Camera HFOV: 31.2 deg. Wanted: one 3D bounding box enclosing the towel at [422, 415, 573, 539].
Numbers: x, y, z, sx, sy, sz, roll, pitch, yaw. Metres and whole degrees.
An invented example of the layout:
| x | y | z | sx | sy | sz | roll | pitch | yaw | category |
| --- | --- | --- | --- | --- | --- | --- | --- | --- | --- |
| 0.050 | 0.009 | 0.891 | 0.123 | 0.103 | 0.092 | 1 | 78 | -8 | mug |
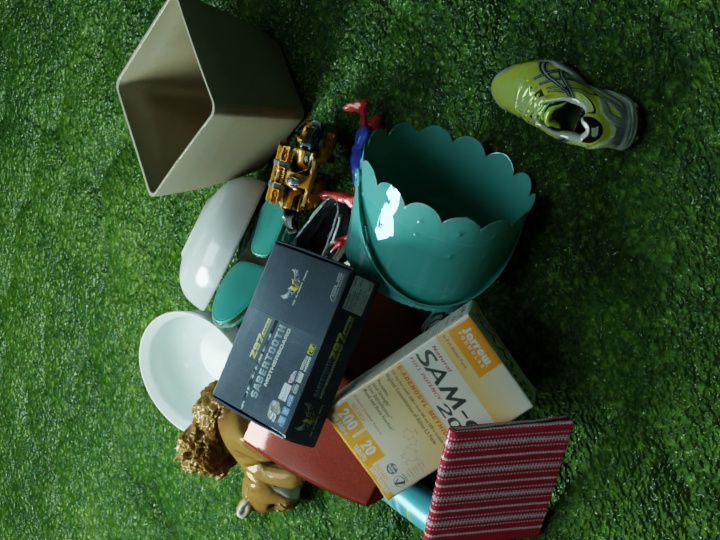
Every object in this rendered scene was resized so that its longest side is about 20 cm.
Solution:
| x | y | z | sx | sy | sz | roll | pitch | yaw | category |
| --- | --- | --- | --- | --- | --- | --- | --- | --- | --- |
| 0.148 | 0.235 | 1.422 | 0.023 | 0.144 | 0.201 | -109 | 20 | -46 | towel |

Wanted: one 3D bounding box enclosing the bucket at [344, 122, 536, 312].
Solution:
| x | y | z | sx | sy | sz | roll | pitch | yaw | category |
| --- | --- | --- | --- | --- | --- | --- | --- | --- | --- |
| 0.083 | -0.058 | 1.459 | 0.207 | 0.206 | 0.135 | 46 | 132 | 36 | bucket |

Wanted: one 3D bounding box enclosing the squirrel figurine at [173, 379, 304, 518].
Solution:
| x | y | z | sx | sy | sz | roll | pitch | yaw | category |
| --- | --- | --- | --- | --- | --- | --- | --- | --- | --- |
| -0.154 | 0.251 | 1.799 | 0.199 | 0.142 | 0.187 | 16 | 131 | 12 | squirrel figurine |

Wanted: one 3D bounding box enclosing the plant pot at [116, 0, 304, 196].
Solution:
| x | y | z | sx | sy | sz | roll | pitch | yaw | category |
| --- | --- | --- | --- | --- | --- | --- | --- | --- | --- |
| -0.198 | -0.234 | 1.777 | 0.200 | 0.176 | 0.201 | -45 | 57 | 42 | plant pot |

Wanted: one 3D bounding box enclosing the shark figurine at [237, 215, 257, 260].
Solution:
| x | y | z | sx | sy | sz | roll | pitch | yaw | category |
| --- | --- | --- | --- | --- | --- | --- | --- | --- | --- |
| -0.130 | 0.028 | 1.814 | 0.128 | 0.089 | 0.215 | -35 | 72 | 9 | shark figurine |

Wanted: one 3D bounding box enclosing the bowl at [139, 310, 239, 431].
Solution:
| x | y | z | sx | sy | sz | roll | pitch | yaw | category |
| --- | --- | --- | --- | --- | --- | --- | --- | --- | --- |
| -0.220 | 0.139 | 1.894 | 0.200 | 0.090 | 0.202 | 12 | 115 | 28 | bowl |

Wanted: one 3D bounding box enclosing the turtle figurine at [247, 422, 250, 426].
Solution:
| x | y | z | sx | sy | sz | roll | pitch | yaw | category |
| --- | --- | --- | --- | --- | --- | --- | --- | --- | --- |
| -0.087 | 0.121 | 1.655 | 0.200 | 0.161 | 0.064 | -37 | 46 | 1 | turtle figurine |

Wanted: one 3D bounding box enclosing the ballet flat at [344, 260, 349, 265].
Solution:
| x | y | z | sx | sy | sz | roll | pitch | yaw | category |
| --- | --- | --- | --- | --- | --- | --- | --- | --- | --- |
| 0.000 | 0.000 | 1.661 | 0.076 | 0.064 | 0.200 | 58 | 133 | 28 | ballet flat |

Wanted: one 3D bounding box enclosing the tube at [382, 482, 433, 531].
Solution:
| x | y | z | sx | sy | sz | roll | pitch | yaw | category |
| --- | --- | --- | --- | --- | --- | --- | --- | --- | --- |
| 0.037 | 0.274 | 1.655 | 0.200 | 0.050 | 0.078 | 26 | 146 | 46 | tube |

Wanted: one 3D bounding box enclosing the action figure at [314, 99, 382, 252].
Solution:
| x | y | z | sx | sy | sz | roll | pitch | yaw | category |
| --- | --- | --- | --- | --- | --- | --- | --- | --- | --- |
| -0.017 | -0.106 | 1.608 | 0.099 | 0.065 | 0.201 | -21 | 54 | 26 | action figure |

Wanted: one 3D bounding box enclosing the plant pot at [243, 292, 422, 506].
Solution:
| x | y | z | sx | sy | sz | roll | pitch | yaw | category |
| --- | --- | --- | --- | --- | --- | --- | --- | --- | --- |
| 0.008 | 0.168 | 1.583 | 0.176 | 0.199 | 0.201 | 41 | 124 | 24 | plant pot |

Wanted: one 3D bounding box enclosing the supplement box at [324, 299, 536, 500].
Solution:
| x | y | z | sx | sy | sz | roll | pitch | yaw | category |
| --- | --- | --- | --- | --- | --- | --- | --- | --- | --- |
| 0.077 | 0.142 | 1.416 | 0.200 | 0.074 | 0.126 | -36 | 92 | 15 | supplement box |

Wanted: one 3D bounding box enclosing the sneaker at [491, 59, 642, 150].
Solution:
| x | y | z | sx | sy | sz | roll | pitch | yaw | category |
| --- | --- | --- | --- | --- | --- | --- | --- | --- | --- |
| 0.208 | -0.183 | 1.386 | 0.200 | 0.076 | 0.076 | 27 | 115 | 47 | sneaker |

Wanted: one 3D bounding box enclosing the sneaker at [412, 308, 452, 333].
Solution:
| x | y | z | sx | sy | sz | roll | pitch | yaw | category |
| --- | --- | --- | --- | --- | --- | --- | --- | --- | --- |
| 0.096 | 0.086 | 1.520 | 0.200 | 0.108 | 0.070 | 52 | 131 | 31 | sneaker |

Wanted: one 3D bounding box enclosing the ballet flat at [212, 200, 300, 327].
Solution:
| x | y | z | sx | sy | sz | roll | pitch | yaw | category |
| --- | --- | --- | --- | --- | --- | --- | --- | --- | --- |
| -0.131 | -0.003 | 1.732 | 0.067 | 0.070 | 0.201 | 18 | 76 | 26 | ballet flat |

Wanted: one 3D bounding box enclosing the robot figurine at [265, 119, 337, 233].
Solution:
| x | y | z | sx | sy | sz | roll | pitch | yaw | category |
| --- | --- | --- | --- | --- | --- | --- | --- | --- | --- |
| -0.074 | -0.127 | 1.643 | 0.058 | 0.200 | 0.146 | 16 | 103 | 6 | robot figurine |

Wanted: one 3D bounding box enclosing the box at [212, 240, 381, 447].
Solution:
| x | y | z | sx | sy | sz | roll | pitch | yaw | category |
| --- | --- | --- | --- | --- | --- | --- | --- | --- | --- |
| -0.074 | 0.079 | 1.445 | 0.157 | 0.051 | 0.201 | 21 | 87 | 52 | box |

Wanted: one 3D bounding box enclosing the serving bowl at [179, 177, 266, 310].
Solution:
| x | y | z | sx | sy | sz | roll | pitch | yaw | category |
| --- | --- | --- | --- | --- | --- | --- | --- | --- | --- |
| -0.203 | -0.047 | 1.805 | 0.201 | 0.066 | 0.200 | -63 | 6 | 13 | serving bowl |

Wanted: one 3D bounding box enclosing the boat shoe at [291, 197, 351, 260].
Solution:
| x | y | z | sx | sy | sz | roll | pitch | yaw | category |
| --- | --- | --- | --- | --- | --- | --- | --- | --- | --- |
| -0.069 | -0.015 | 1.702 | 0.200 | 0.068 | 0.072 | -53 | 58 | 20 | boat shoe |
